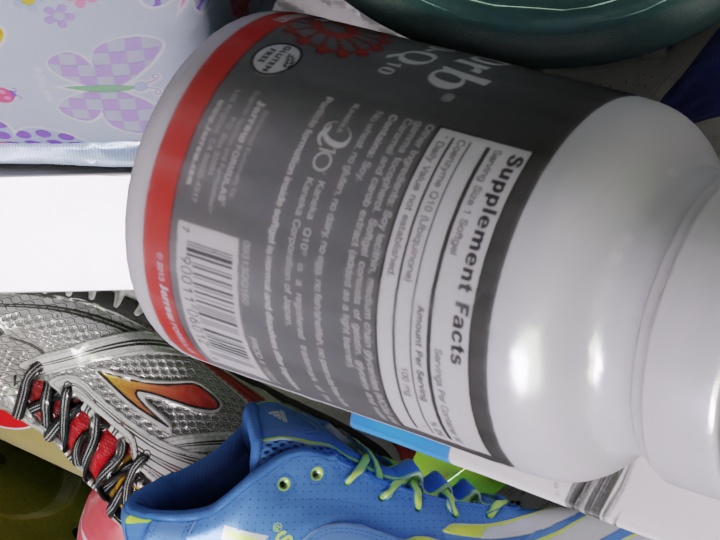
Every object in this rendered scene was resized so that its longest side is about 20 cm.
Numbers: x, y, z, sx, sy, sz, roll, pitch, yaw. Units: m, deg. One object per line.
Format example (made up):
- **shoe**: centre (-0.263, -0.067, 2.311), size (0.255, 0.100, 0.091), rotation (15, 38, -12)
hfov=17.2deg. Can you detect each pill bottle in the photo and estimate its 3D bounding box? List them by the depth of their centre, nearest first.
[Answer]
- **pill bottle**: centre (0.039, -0.004, 0.707), size (0.200, 0.116, 0.116), rotation (17, 143, 31)

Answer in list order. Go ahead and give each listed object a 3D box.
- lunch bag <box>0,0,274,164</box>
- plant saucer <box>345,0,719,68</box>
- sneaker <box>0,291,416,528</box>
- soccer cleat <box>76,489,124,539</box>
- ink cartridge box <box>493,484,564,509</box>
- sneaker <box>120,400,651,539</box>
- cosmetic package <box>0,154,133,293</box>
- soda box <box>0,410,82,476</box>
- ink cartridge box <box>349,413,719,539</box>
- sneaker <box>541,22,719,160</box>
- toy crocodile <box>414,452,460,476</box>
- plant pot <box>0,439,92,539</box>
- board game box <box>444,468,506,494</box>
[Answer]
- **lunch bag**: centre (-0.142, -0.130, 0.772), size (0.200, 0.127, 0.170), rotation (-1, 138, 13)
- **plant saucer**: centre (0.054, -0.147, 0.691), size (0.200, 0.027, 0.200), rotation (2, 117, 5)
- **sneaker**: centre (-0.079, 0.057, 0.886), size (0.200, 0.082, 0.078), rotation (20, 146, -2)
- **soccer cleat**: centre (-0.021, 0.137, 0.964), size (0.200, 0.068, 0.073), rotation (28, 120, -3)
- **ink cartridge box**: centre (0.106, 0.128, 0.861), size (0.200, 0.095, 0.037), rotation (24, 141, 53)
- **sneaker**: centre (0.008, 0.093, 0.825), size (0.200, 0.076, 0.105), rotation (-13, 114, -3)
- **cosmetic package**: centre (-0.161, -0.028, 0.847), size (0.200, 0.083, 0.051), rotation (-1, 116, 9)
- **soda box**: centre (-0.170, 0.014, 0.997), size (0.200, 0.068, 0.064), rotation (25, 141, -5)
- **ink cartridge box**: centre (0.122, 0.050, 0.803), size (0.200, 0.084, 0.146), rotation (19, -177, 37)
- **sneaker**: centre (0.120, -0.057, 0.785), size (0.081, 0.115, 0.199), rotation (14, -174, -44)
- **toy crocodile**: centre (0.000, 0.000, 0.908), size (0.062, 0.068, 0.200), rotation (-10, 132, 33)
- **plant pot**: centre (-0.194, 0.135, 1.071), size (0.200, 0.200, 0.193), rotation (29, 128, -10)
- **board game box**: centre (0.057, 0.116, 0.997), size (0.200, 0.030, 0.096), rotation (-40, 114, 22)
